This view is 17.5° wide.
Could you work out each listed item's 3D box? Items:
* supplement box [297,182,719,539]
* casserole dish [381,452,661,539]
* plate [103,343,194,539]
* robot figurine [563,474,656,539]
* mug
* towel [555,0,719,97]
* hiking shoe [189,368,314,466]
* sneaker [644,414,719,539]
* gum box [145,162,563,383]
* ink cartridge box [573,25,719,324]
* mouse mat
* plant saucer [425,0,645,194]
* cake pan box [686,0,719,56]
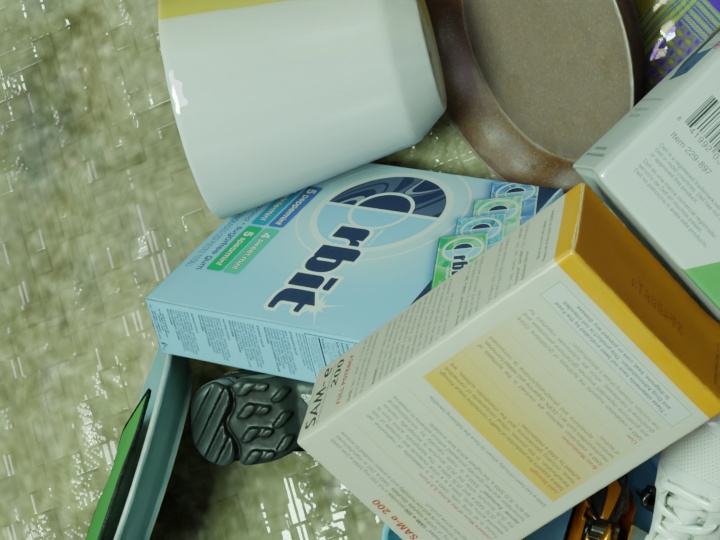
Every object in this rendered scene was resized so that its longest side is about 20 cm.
[{"bbox_3d":[0.082,0.063,1.246,0.200,0.074,0.126,-36,110,28],"label":"supplement box"},{"bbox_3d":[0.106,0.151,1.413,0.200,0.039,0.121,-37,92,19],"label":"casserole dish"},{"bbox_3d":[-0.136,0.126,1.480,0.025,0.200,0.201,16,96,-6],"label":"plate"},{"bbox_3d":[0.115,0.129,1.353,0.144,0.058,0.201,15,108,5],"label":"robot figurine"},{"bbox_3d":[-0.035,-0.138,1.417,0.153,0.149,0.187,-12,103,8],"label":"mug"},{"bbox_3d":[0.205,-0.154,1.347,0.144,0.023,0.200,-46,65,19],"label":"towel"},{"bbox_3d":[-0.006,0.081,1.466,0.199,0.087,0.075,3,103,3],"label":"hiking shoe"},{"bbox_3d":[0.180,0.158,1.289,0.074,0.200,0.116,24,56,29],"label":"sneaker"},{"bbox_3d":[0.000,0.000,1.406,0.199,0.170,0.045,10,130,33],"label":"gum box"},{"bbox_3d":[0.236,-0.070,1.241,0.200,0.088,0.145,-44,96,1],"label":"ink cartridge box"},{"bbox_3d":[-0.170,0.179,1.467,0.008,0.161,0.201,20,74,-7],"label":"mouse mat"},{"bbox_3d":[0.105,-0.140,1.395,0.200,0.034,0.201,37,138,42],"label":"plant saucer"},{"bbox_3d":[0.276,-0.093,1.350,0.184,0.052,0.201,20,96,23],"label":"cake pan box"}]
